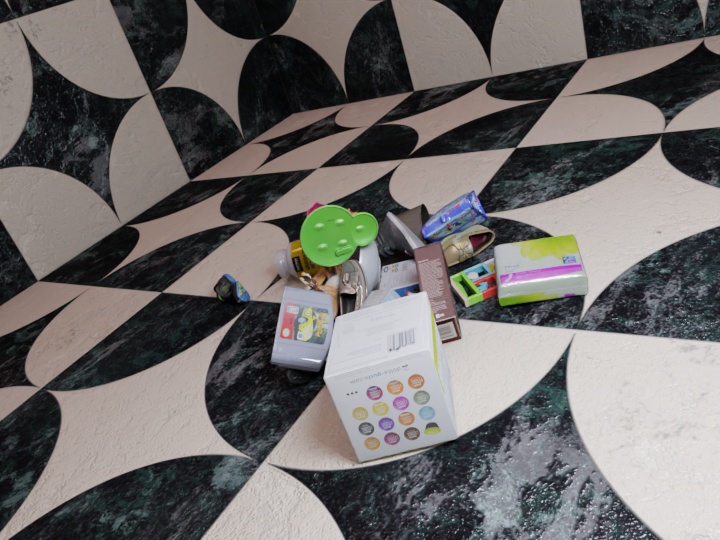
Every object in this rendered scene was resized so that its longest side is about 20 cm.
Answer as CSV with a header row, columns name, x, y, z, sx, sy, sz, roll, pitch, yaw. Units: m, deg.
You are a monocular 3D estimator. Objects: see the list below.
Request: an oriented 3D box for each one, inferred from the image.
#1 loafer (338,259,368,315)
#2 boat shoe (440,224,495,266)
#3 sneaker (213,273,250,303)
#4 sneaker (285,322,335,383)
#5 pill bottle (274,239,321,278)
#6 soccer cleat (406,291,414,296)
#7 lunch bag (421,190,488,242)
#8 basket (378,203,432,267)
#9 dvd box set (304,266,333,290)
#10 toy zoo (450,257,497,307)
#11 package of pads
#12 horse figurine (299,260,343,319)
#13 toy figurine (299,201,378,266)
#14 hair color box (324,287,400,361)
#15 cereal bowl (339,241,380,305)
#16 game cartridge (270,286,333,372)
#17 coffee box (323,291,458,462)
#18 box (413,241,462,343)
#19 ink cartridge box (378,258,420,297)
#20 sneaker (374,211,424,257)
name,x,y,z,sx,sy,sz,roll,pitch,yaw
loafer,-0.021,0.070,1.453,0.071,0.207,0.062,-18,-18,39
boat shoe,0.276,-0.065,1.614,0.197,0.076,0.066,-33,23,-22
sneaker,-0.403,0.071,1.877,0.083,0.071,0.198,-44,31,-15
sneaker,-0.108,0.192,1.438,0.197,0.062,0.103,-29,27,-25
pill bottle,-0.157,-0.042,1.843,0.194,0.115,0.113,-15,26,13
soccer cleat,0.104,0.139,1.377,0.069,0.077,0.203,-44,14,55
lunch bag,0.245,-0.144,1.626,0.148,0.096,0.199,-32,-8,20
basket,0.103,-0.083,1.714,0.195,0.138,0.183,-17,39,18
dvd box set,-0.127,0.058,1.626,0.029,0.148,0.201,32,41,3
toy zoo,0.323,0.016,1.489,0.195,0.021,0.132,-22,27,-2
package of pads,0.406,-0.005,1.383,0.194,0.069,0.157,-8,38,14
horse figurine,-0.083,0.025,1.536,0.050,0.132,0.202,-43,12,38
toy figurine,-0.068,-0.121,1.538,0.194,0.155,0.185,-13,24,-8
hair color box,0.013,0.138,1.351,0.202,0.061,0.098,-54,18,-22
cereal bowl,0.000,0.000,1.599,0.081,0.205,0.201,11,20,-17
game cartridge,-0.128,0.131,1.393,0.129,0.041,0.205,11,53,-8
coffee box,0.062,0.197,1.140,0.194,0.202,0.201,-16,24,11
box,0.173,0.051,1.361,0.073,0.101,0.205,-15,54,10
ink cartridge box,0.120,0.037,1.535,0.194,0.078,0.138,-12,27,13
sneaker,0.102,-0.059,1.588,0.100,0.070,0.201,-51,46,14
